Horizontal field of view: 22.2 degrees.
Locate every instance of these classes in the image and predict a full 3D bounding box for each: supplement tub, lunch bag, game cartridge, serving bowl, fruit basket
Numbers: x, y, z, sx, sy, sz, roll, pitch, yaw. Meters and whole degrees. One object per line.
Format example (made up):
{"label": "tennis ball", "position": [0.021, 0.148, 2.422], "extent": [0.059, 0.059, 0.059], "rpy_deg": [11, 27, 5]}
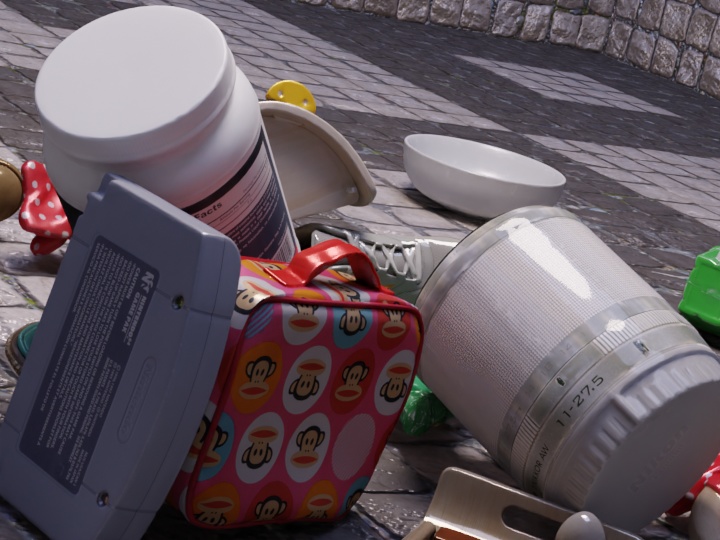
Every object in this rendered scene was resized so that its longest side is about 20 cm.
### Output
{"label": "supplement tub", "position": [-0.122, -0.054, 1.182], "extent": [0.139, 0.201, 0.141], "rpy_deg": [-7, 46, 7]}
{"label": "lunch bag", "position": [-0.045, 0.064, 1.125], "extent": [0.082, 0.177, 0.199], "rpy_deg": [26, 9, 33]}
{"label": "game cartridge", "position": [-0.139, 0.058, 1.047], "extent": [0.041, 0.201, 0.133], "rpy_deg": [15, 10, -41]}
{"label": "serving bowl", "position": [0.141, -0.102, 2.179], "extent": [0.198, 0.066, 0.200], "rpy_deg": [13, 14, -3]}
{"label": "fruit basket", "position": [0.421, 0.031, 1.896], "extent": [0.184, 0.094, 0.199], "rpy_deg": [24, 14, 35]}

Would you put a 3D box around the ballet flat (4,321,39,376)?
{"label": "ballet flat", "position": [-0.175, 0.070, 1.250], "extent": [0.199, 0.065, 0.071], "rpy_deg": [0, 52, -54]}

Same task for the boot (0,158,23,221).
{"label": "boot", "position": [-0.350, -0.039, 1.494], "extent": [0.174, 0.067, 0.200], "rpy_deg": [-4, 18, -16]}

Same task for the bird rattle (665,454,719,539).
{"label": "bird rattle", "position": [0.289, 0.164, 1.269], "extent": [0.198, 0.113, 0.163], "rpy_deg": [15, 30, 14]}

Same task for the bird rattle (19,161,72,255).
{"label": "bird rattle", "position": [-0.184, -0.036, 1.544], "extent": [0.199, 0.113, 0.163], "rpy_deg": [2, 34, -29]}

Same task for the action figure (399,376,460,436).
{"label": "action figure", "position": [0.050, 0.088, 1.401], "extent": [0.117, 0.055, 0.200], "rpy_deg": [17, 11, 4]}

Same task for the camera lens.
{"label": "camera lens", "position": [0.141, 0.066, 1.262], "extent": [0.159, 0.161, 0.200], "rpy_deg": [-2, 39, -46]}

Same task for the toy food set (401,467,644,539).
{"label": "toy food set", "position": [0.081, 0.174, 1.096], "extent": [0.143, 0.061, 0.200], "rpy_deg": [19, 15, 18]}

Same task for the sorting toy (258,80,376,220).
{"label": "sorting toy", "position": [-0.117, -0.073, 1.442], "extent": [0.199, 0.108, 0.180], "rpy_deg": [-16, 2, -21]}

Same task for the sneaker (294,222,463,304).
{"label": "sneaker", "position": [0.000, 0.000, 1.419], "extent": [0.198, 0.076, 0.092], "rpy_deg": [-6, -26, 9]}
